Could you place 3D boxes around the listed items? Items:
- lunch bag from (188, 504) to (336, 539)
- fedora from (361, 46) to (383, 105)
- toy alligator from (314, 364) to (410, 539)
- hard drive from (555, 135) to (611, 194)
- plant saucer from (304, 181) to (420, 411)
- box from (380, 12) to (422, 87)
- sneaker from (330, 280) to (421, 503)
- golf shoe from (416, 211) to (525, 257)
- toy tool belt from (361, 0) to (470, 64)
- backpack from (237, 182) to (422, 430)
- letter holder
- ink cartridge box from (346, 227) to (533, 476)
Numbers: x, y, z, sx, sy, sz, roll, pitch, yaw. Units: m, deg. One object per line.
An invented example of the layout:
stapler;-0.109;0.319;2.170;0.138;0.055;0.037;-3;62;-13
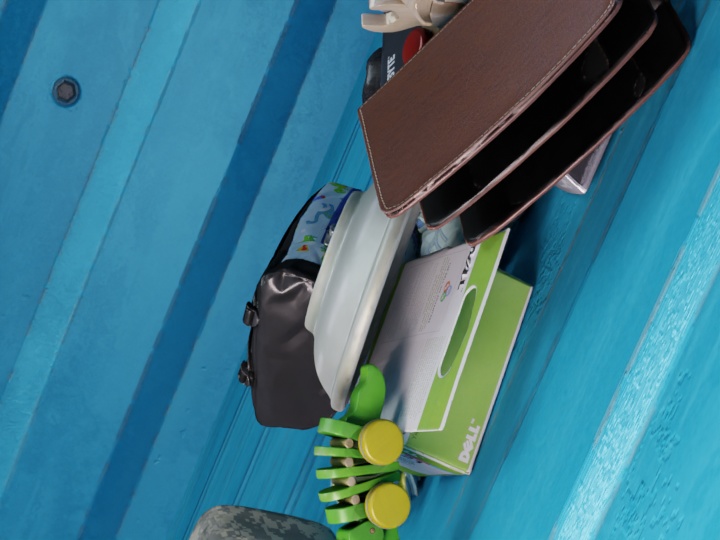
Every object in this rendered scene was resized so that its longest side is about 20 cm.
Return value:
lunch bag;-0.089;0.316;1.414;0.168;0.138;0.201;-111;41;-56
fedora;0.055;-0.154;1.561;0.200;0.091;0.203;6;-90;-72
toy alligator;-0.001;0.165;1.155;0.059;0.054;0.203;168;97;-68
hard drive;0.155;-0.131;1.259;0.200;0.042;0.136;-110;42;-79
plant saucer;0.000;0.000;1.250;0.200;0.050;0.202;21;-90;-86
box;0.083;-0.208;1.345;0.159;0.046;0.201;-40;29;32
sneaker;0.031;0.108;1.343;0.131;0.079;0.202;-78;3;-62
golf shoe;0.093;-0.025;1.374;0.200;0.077;0.098;118;155;-75
toy tool belt;0.052;-0.213;1.172;0.201;0.122;0.126;-55;35;40
backpack;-0.020;0.015;1.463;0.201;0.152;0.165;-87;2;-56
letter holder;0.107;-0.105;1.091;0.200;0.100;0.143;-42;30;20
ink cartridge box;0.070;0.063;1.208;0.149;0.075;0.200;-69;16;-14
